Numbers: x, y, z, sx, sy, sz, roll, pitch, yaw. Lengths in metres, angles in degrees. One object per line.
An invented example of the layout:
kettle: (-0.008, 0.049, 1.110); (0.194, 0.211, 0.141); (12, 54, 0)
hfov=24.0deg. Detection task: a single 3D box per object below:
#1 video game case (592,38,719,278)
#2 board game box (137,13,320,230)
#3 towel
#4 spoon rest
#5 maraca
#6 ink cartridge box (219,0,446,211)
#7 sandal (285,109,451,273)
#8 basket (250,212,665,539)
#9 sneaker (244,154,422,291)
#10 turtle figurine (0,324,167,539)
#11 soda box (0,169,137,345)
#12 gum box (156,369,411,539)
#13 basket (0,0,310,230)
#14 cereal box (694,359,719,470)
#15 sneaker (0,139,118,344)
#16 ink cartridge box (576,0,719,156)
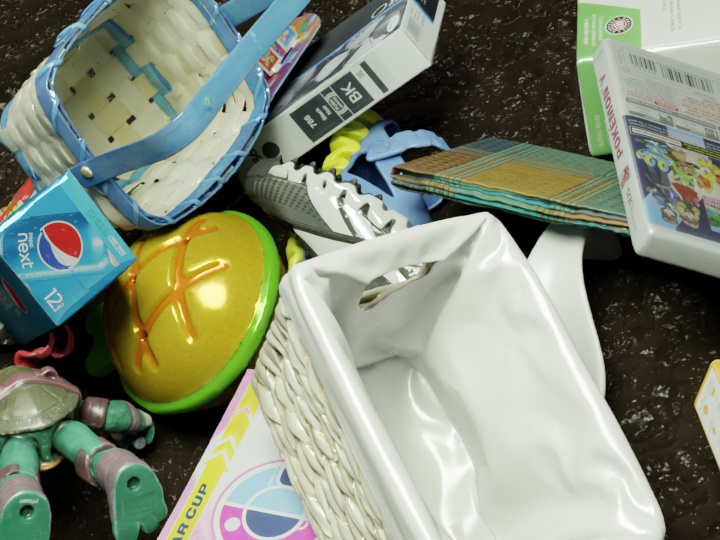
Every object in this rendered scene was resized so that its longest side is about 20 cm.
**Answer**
video game case: (0.241, -0.052, 1.018); (0.198, 0.023, 0.183); (16, 41, -16)
board game box: (-0.111, -0.118, 1.211); (0.158, 0.039, 0.201); (-16, 37, 57)
towel: (0.137, -0.051, 1.082); (0.198, 0.022, 0.146); (14, 18, 30)
spoon rest: (0.111, 0.037, 1.025); (0.098, 0.061, 0.201); (4, 46, 24)
maraca: (-0.117, 0.024, 1.090); (0.199, 0.107, 0.138); (8, 69, 52)
ink cartridge box: (-0.030, -0.124, 1.184); (0.199, 0.039, 0.100); (-34, 23, 26)
sandal: (0.009, -0.036, 1.128); (0.086, 0.080, 0.201); (5, 49, 19)
basket: (0.041, 0.093, 0.877); (0.134, 0.124, 0.201); (-15, 65, -30)
sneaker: (0.000, 0.000, 1.024); (0.199, 0.066, 0.091); (28, 84, 22)
turtle figurine: (-0.194, 0.108, 1.007); (0.149, 0.101, 0.200); (-30, 25, -15)
soda box: (-0.198, -0.003, 1.054); (0.064, 0.068, 0.200); (-41, 7, -16)
gum box: (-0.045, 0.157, 0.951); (0.112, 0.066, 0.201); (6, 48, 24)
basket: (-0.119, -0.115, 1.058); (0.199, 0.139, 0.177); (-21, 25, 51)
cereal box: (0.265, 0.128, 0.852); (0.142, 0.040, 0.201); (3, 40, -14)
sneaker: (-0.244, -0.033, 1.218); (0.084, 0.077, 0.201); (3, 46, 30)
ink cartridge box: (0.250, -0.161, 1.154); (0.198, 0.085, 0.147); (-6, 37, 14)
